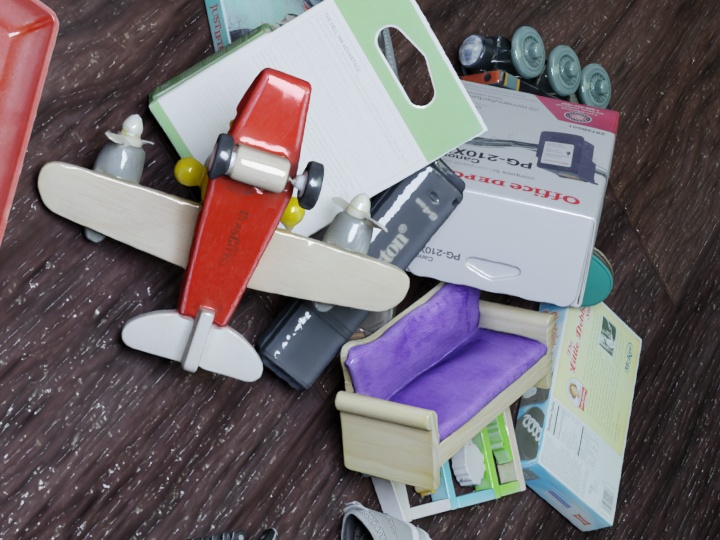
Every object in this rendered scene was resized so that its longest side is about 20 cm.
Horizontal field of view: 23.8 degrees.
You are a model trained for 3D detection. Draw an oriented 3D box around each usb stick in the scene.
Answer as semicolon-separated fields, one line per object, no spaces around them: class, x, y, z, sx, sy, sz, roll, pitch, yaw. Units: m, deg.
usb stick;0.000;0.000;1.254;0.055;0.033;0.200;41;86;-18

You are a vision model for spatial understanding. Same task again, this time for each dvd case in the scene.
dvd case;-0.038;-0.157;1.357;0.200;0.022;0.147;-4;81;-51

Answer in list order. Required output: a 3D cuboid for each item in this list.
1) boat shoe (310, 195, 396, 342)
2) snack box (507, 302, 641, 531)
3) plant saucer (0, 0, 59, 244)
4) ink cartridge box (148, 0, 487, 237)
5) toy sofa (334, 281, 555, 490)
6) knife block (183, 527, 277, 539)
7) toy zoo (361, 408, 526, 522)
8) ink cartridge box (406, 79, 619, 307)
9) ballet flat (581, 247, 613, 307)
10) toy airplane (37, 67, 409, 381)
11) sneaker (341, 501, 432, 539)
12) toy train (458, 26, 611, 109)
boat shoe;-0.013;-0.046;1.311;0.073;0.074;0.201;-40;125;-66
snack box;0.194;0.116;1.526;0.116;0.037;0.201;41;49;-33
plant saucer;-0.288;-0.121;1.034;0.200;0.037;0.201;34;53;-39
ink cartridge box;-0.031;-0.113;1.219;0.146;0.199;0.048;58;4;-18
toy sofa;0.068;0.076;1.299;0.200;0.082;0.098;-32;126;-50
knife block;-0.098;0.266;1.106;0.175;0.064;0.201;17;65;-45
toy zoo;0.058;0.129;1.372;0.199;0.020;0.132;-3;80;-51
ink cartridge box;0.124;-0.066;1.374;0.200;0.144;0.085;-67;167;-58
ballet flat;0.139;-0.020;1.477;0.199;0.068;0.067;17;27;-39
toy airplane;-0.088;-0.028;1.150;0.141;0.198;0.200;-94;158;-57
sneaker;-0.004;0.260;1.226;0.082;0.075;0.201;37;40;-28
toy train;0.158;-0.145;1.544;0.199;0.085;0.115;19;73;-45
